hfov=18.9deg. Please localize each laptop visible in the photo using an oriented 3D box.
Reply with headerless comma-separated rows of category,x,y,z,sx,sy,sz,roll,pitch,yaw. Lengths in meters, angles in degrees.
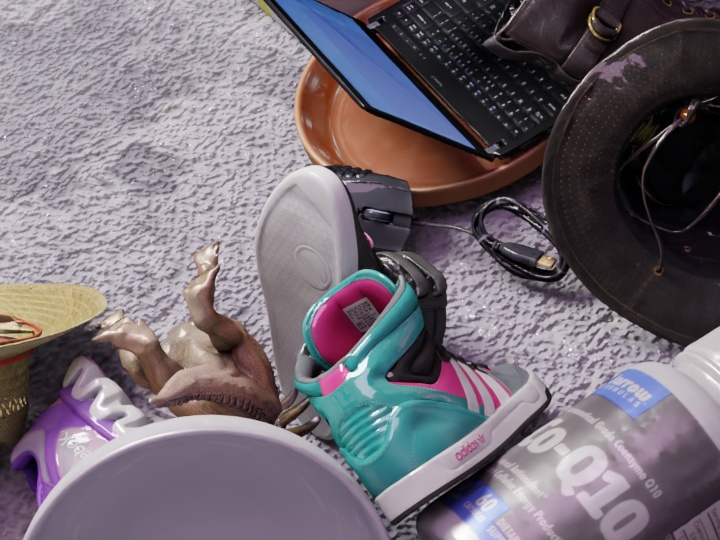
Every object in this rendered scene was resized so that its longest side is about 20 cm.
laptop,0.057,-0.161,1.370,0.200,0.103,0.177,-30,47,-10

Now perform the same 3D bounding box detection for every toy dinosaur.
toy dinosaur,-0.075,0.067,1.180,0.086,0.136,0.200,-32,8,-3

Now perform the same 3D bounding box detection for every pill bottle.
pill bottle,0.139,0.119,1.122,0.200,0.114,0.114,-33,47,-12

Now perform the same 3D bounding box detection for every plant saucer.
plant saucer,0.056,-0.116,1.423,0.200,0.032,0.201,-10,47,11

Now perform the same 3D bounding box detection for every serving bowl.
serving bowl,-0.081,0.159,1.120,0.200,0.201,0.066,-19,22,1

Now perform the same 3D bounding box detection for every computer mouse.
computer mouse,0.037,-0.027,1.326,0.200,0.034,0.059,11,94,28

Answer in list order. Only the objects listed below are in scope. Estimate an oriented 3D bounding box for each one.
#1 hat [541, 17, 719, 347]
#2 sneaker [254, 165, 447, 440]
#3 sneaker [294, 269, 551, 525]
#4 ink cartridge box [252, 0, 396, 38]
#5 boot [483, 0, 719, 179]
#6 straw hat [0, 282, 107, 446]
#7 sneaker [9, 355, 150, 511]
hat,0.204,-0.050,1.259,0.200,0.201,0.081,-15,7,5
sneaker,0.000,0.000,1.230,0.099,0.200,0.071,-36,54,-29
sneaker,0.027,0.054,1.162,0.084,0.121,0.200,-36,-3,21
ink cartridge box,-0.063,-0.259,1.515,0.083,0.145,0.200,-35,47,-13
boot,0.185,-0.163,1.326,0.200,0.174,0.069,-54,10,-26
straw hat,-0.241,0.069,1.309,0.200,0.085,0.201,-6,11,1
sneaker,-0.137,0.133,1.235,0.088,0.081,0.200,-40,43,-11
